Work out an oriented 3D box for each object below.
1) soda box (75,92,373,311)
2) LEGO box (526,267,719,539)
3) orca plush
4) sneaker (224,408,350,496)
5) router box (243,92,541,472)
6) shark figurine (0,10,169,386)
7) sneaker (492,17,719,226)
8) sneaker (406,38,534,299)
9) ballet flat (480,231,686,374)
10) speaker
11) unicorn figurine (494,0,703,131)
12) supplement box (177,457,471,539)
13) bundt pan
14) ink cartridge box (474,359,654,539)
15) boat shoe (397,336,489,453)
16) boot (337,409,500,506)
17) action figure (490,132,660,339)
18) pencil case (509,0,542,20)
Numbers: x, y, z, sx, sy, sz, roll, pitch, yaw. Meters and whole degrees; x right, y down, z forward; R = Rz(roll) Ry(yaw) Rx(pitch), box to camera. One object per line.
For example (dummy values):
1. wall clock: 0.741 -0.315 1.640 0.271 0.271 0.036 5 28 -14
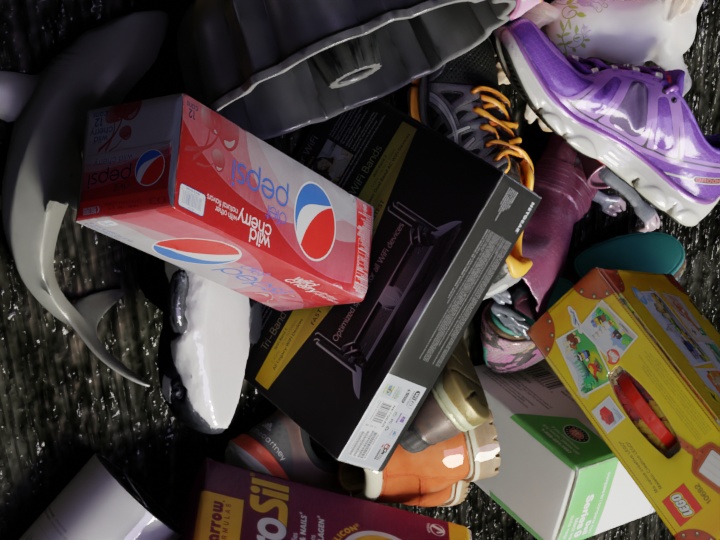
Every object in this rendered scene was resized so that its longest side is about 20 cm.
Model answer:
1. soda box: -0.070 -0.032 0.785 0.199 0.069 0.064 28 61 -56
2. LEGO box: 0.234 0.099 1.012 0.077 0.201 0.148 -45 155 24
3. orca plush: -0.115 -0.004 0.852 0.105 0.070 0.203 -28 114 -64
4. sneaker: -0.027 0.175 1.033 0.082 0.077 0.201 -44 136 -21
5. router box: 0.000 0.000 0.888 0.052 0.157 0.202 24 98 -51
6. shark figurine: -0.164 -0.034 0.780 0.127 0.089 0.218 -8 117 -36
7. sneaker: 0.174 -0.115 0.940 0.199 0.081 0.084 32 104 -19
8. sneaker: 0.081 -0.073 0.931 0.078 0.077 0.203 11 74 -44
9. ballet flat: 0.178 0.029 1.136 0.198 0.069 0.072 -24 147 -23
10. speaker: -0.207 0.217 0.894 0.200 0.081 0.081 -49 136 -7
11. unicorn figurine: 0.191 -0.168 0.978 0.197 0.074 0.139 -16 140 -21
12. supplement box: -0.029 0.225 0.926 0.197 0.132 0.104 16 123 -10
13. bundt pan: -0.016 -0.144 0.789 0.200 0.201 0.077 -20 85 -31
14. ink cartridge box: 0.189 0.133 1.140 0.198 0.146 0.085 -10 123 -36
15. boat shoe: 0.038 0.059 0.954 0.066 0.201 0.072 -32 111 7
16. boot: 0.030 0.141 1.030 0.106 0.076 0.200 -13 164 -10
17. action figure: 0.142 -0.058 1.048 0.148 0.134 0.202 30 79 -4
18. pencil case: 0.147 -0.239 0.929 0.199 0.087 0.088 -32 132 -22
